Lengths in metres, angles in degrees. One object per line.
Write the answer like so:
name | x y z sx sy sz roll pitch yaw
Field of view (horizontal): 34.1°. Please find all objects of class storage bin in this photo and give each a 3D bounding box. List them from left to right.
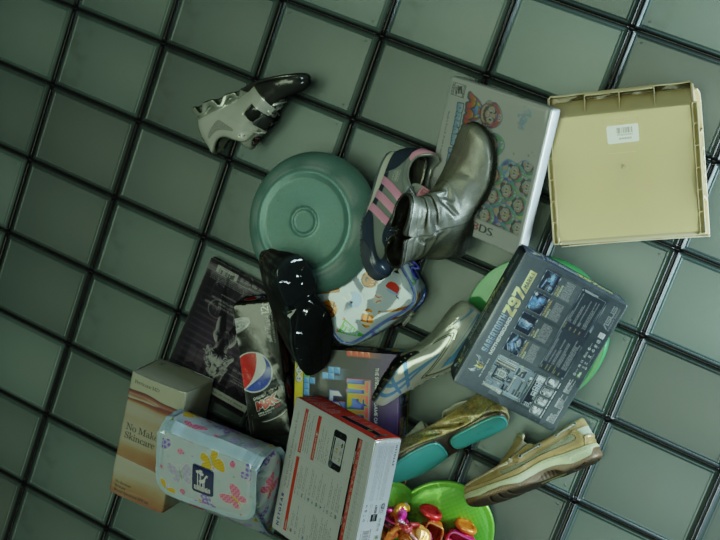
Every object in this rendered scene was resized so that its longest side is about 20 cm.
storage bin | 0.350 -0.136 1.544 0.198 0.094 0.201 -4 92 19

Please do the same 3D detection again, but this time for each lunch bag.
lunch bag | -0.200 0.289 1.694 0.168 0.201 0.128 18 64 15
lunch bag | 0.000 0.000 1.683 0.160 0.075 0.201 -33 82 15

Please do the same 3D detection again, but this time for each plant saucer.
plant saucer | -0.074 -0.068 1.650 0.198 0.036 0.202 0 89 21

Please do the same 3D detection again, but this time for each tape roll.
tape roll | 0.242 0.080 1.618 0.198 0.048 0.203 1 94 19

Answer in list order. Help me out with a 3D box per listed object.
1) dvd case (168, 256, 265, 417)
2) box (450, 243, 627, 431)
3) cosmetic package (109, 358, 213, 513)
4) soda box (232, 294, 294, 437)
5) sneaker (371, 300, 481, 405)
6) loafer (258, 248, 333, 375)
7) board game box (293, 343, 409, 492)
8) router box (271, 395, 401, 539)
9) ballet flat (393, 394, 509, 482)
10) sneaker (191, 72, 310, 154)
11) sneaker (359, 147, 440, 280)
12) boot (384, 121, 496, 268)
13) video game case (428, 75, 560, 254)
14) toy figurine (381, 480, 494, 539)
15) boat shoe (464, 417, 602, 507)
dvd case | -0.200 0.102 1.787 0.148 0.016 0.202 27 101 14
box | 0.232 0.089 1.545 0.157 0.051 0.201 26 102 -8
cosmetic package | -0.303 0.251 1.785 0.102 0.087 0.202 17 105 18
soda box | -0.139 0.139 1.726 0.063 0.071 0.202 -6 98 8
sneaker | 0.095 0.126 1.611 0.200 0.072 0.073 -42 96 17
loafer | -0.091 0.055 1.643 0.072 0.072 0.202 29 139 49
board game box | -0.015 0.211 1.711 0.164 0.057 0.202 3 95 20
router box | -0.037 0.297 1.627 0.179 0.049 0.202 22 104 47
ballet flat | 0.114 0.231 1.655 0.199 0.071 0.071 -28 85 6
sneaker | -0.149 -0.228 1.720 0.199 0.074 0.089 -18 88 29
sneaker | 0.055 -0.083 1.605 0.081 0.070 0.202 -7 61 39
boot | 0.104 -0.097 1.553 0.067 0.130 0.202 30 115 40
video game case | 0.172 -0.144 1.587 0.181 0.024 0.202 27 113 41
toy figurine | 0.093 0.380 1.590 0.198 0.184 0.151 25 102 -4
boat shoe | 0.230 0.262 1.622 0.198 0.072 0.077 -21 69 -2
